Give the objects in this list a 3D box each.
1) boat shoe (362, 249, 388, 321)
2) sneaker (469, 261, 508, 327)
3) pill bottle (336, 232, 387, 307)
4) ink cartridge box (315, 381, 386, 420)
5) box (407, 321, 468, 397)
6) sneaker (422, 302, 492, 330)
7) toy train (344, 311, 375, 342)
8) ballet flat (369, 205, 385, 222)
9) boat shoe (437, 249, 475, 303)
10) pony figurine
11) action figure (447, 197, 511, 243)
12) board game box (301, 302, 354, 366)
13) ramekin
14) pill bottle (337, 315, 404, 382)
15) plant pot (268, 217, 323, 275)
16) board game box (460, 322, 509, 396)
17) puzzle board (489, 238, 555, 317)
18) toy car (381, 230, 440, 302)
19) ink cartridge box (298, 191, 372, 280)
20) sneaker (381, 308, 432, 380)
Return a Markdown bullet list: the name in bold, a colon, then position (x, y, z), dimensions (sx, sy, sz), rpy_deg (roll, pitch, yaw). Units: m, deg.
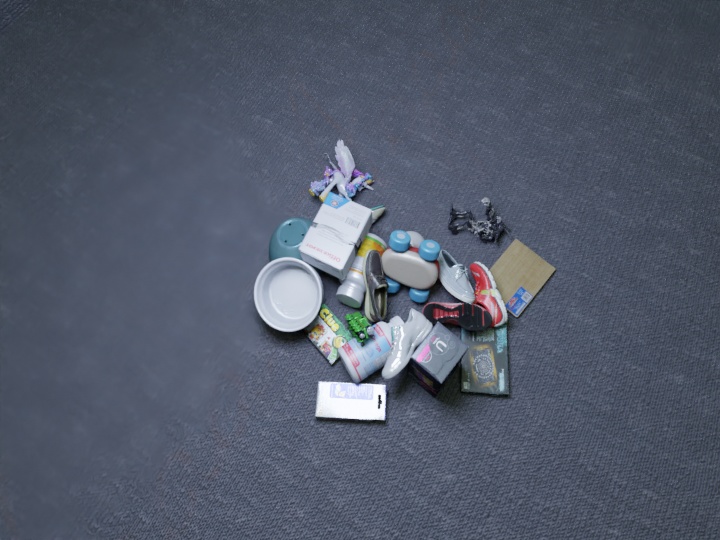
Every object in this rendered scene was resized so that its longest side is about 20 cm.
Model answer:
- **boat shoe**: position (0.050, 0.042, 1.478), dimensions (0.072, 0.064, 0.207), rpy_deg (-4, 91, -41)
- **sneaker**: position (0.351, 0.067, 1.497), dimensions (0.083, 0.077, 0.204), rpy_deg (-20, 63, 0)
- **pill bottle**: position (0.000, 0.000, 1.552), dimensions (0.108, 0.112, 0.205), rpy_deg (18, 68, 12)
- **ink cartridge box**: position (-0.025, 0.361, 1.438), dimensions (0.193, 0.037, 0.098), rpy_deg (1, 66, 7)
- **box**: position (0.200, 0.240, 1.382), dimensions (0.105, 0.201, 0.123), rpy_deg (37, 73, 16)
- **sneaker**: position (0.279, 0.117, 1.477), dimensions (0.194, 0.086, 0.076), rpy_deg (7, 98, 24)
- **toy train**: position (-0.002, 0.153, 1.453), dimensions (0.055, 0.200, 0.043), rpy_deg (-19, 101, -9)
- **ballet flat**: position (-0.008, -0.152, 1.657), dimensions (0.194, 0.067, 0.064), rpy_deg (-16, 93, 1)
- **boat shoe**: position (0.273, 0.012, 1.510), dimensions (0.068, 0.073, 0.202), rpy_deg (4, 33, -32)
- **pony figurine**: position (-0.067, -0.291, 1.681), dimensions (0.199, 0.166, 0.195), rpy_deg (-42, 101, -17)
- **action figure**: position (0.367, -0.150, 1.597), dimensions (0.193, 0.103, 0.121), rpy_deg (9, 55, 10)
- **board game box**: position (-0.110, 0.171, 1.535), dimensions (0.104, 0.024, 0.200), rpy_deg (-40, 70, -15)
- **ramekin**: position (-0.196, 0.065, 1.490), dimensions (0.193, 0.098, 0.208), rpy_deg (0, 93, 7)
- **pill bottle**: position (0.042, 0.215, 1.456), dimensions (0.197, 0.109, 0.110), rpy_deg (-32, 67, -10)
- **plant pot**: position (-0.194, -0.081, 1.590), dimensions (0.193, 0.136, 0.206), rpy_deg (-2, 66, 3)
- **board game box**: position (0.346, 0.244, 1.464), dimensions (0.131, 0.028, 0.206), rpy_deg (3, 66, 5)
- **puzzle board**: position (0.464, 0.021, 1.560), dimensions (0.150, 0.017, 0.200), rpy_deg (39, 75, 18)
- **toy car**: position (0.163, -0.050, 1.557), dimensions (0.172, 0.188, 0.202), rpy_deg (17, 39, 10)
- **ink cartridge box**: position (-0.069, -0.099, 1.496), dimensions (0.141, 0.085, 0.204), rpy_deg (23, 71, 12)
- **sneaker**: position (0.104, 0.193, 1.389), dimensions (0.088, 0.075, 0.201), rpy_deg (42, 69, -7)
